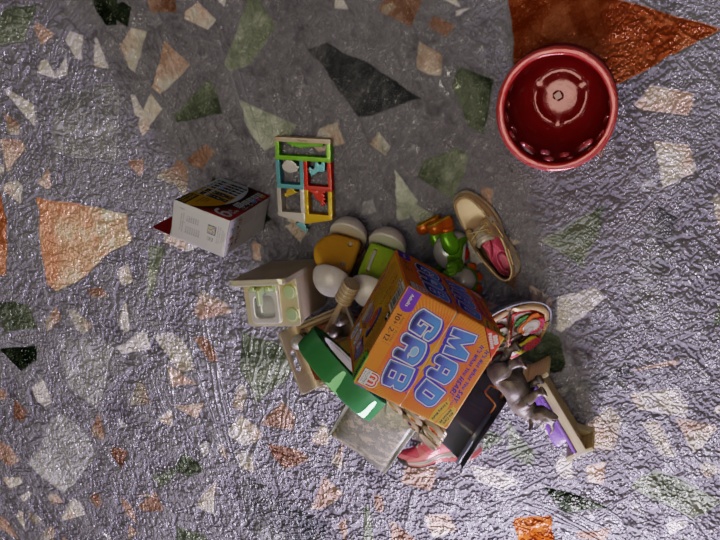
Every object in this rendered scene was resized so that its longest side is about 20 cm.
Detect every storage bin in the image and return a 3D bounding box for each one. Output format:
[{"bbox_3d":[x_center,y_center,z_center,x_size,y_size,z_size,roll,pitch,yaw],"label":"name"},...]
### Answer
[{"bbox_3d":[0.218,0.278,1.502,0.133,0.200,0.147,34,131,14],"label":"storage bin"}]

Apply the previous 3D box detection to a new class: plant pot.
[{"bbox_3d":[0.342,-0.289,1.256,0.196,0.183,0.205,6,111,17],"label":"plant pot"}]

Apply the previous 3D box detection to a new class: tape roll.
[{"bbox_3d":[-0.035,0.194,1.377,0.048,0.200,0.201,-44,91,2],"label":"tape roll"}]

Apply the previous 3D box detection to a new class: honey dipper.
[{"bbox_3d":[-0.056,0.096,1.446,0.038,0.038,0.202,33,125,5],"label":"honey dipper"}]

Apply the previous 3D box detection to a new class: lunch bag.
[{"bbox_3d":[0.040,0.323,1.604,0.162,0.118,0.201,33,137,5],"label":"lunch bag"}]

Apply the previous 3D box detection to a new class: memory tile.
[{"bbox_3d":[0.089,0.271,1.440,0.200,0.017,0.154,43,161,15],"label":"memory tile"}]

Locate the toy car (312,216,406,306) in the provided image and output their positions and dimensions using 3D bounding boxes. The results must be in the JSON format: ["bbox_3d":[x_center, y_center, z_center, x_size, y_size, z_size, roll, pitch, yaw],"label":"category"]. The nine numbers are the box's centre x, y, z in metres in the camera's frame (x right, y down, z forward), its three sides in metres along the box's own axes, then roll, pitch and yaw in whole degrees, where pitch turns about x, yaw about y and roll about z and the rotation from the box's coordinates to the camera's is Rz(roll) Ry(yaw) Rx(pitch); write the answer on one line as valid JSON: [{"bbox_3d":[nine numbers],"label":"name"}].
[{"bbox_3d":[0.000,0.000,1.514,0.196,0.178,0.151,14,148,13],"label":"toy car"}]

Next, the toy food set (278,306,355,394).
[{"bbox_3d":[-0.075,0.167,1.528,0.198,0.060,0.146,-24,87,34],"label":"toy food set"}]

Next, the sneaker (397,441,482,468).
[{"bbox_3d":[0.173,0.387,1.638,0.196,0.074,0.089,-15,91,19],"label":"sneaker"}]

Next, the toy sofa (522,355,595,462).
[{"bbox_3d":[0.396,0.291,1.505,0.097,0.083,0.202,-29,97,25],"label":"toy sofa"}]

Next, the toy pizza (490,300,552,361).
[{"bbox_3d":[0.295,0.135,1.440,0.201,0.198,0.032,-47,47,26],"label":"toy pizza"}]

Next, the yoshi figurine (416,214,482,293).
[{"bbox_3d":[0.170,-0.003,1.470,0.110,0.112,0.203,-18,105,32],"label":"yoshi figurine"}]

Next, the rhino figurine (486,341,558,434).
[{"bbox_3d":[0.324,0.243,1.436,0.087,0.060,0.202,-32,101,24],"label":"rhino figurine"}]

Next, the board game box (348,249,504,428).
[{"bbox_3d":[0.111,0.120,1.338,0.197,0.200,0.203,27,106,-12],"label":"board game box"}]

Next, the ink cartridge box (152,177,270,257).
[{"bbox_3d":[-0.313,-0.124,1.538,0.172,0.200,0.086,20,114,10],"label":"ink cartridge box"}]

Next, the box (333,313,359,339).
[{"bbox_3d":[0.038,0.171,1.556,0.196,0.099,0.098,15,108,26],"label":"box"}]

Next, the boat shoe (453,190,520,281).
[{"bbox_3d":[0.249,-0.067,1.434,0.073,0.069,0.201,-35,95,27],"label":"boat shoe"}]

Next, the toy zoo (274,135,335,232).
[{"bbox_3d":[-0.118,-0.182,1.549,0.128,0.020,0.205,5,111,18],"label":"toy zoo"}]

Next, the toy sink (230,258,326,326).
[{"bbox_3d":[-0.171,0.052,1.548,0.127,0.200,0.115,-3,101,19],"label":"toy sink"}]
